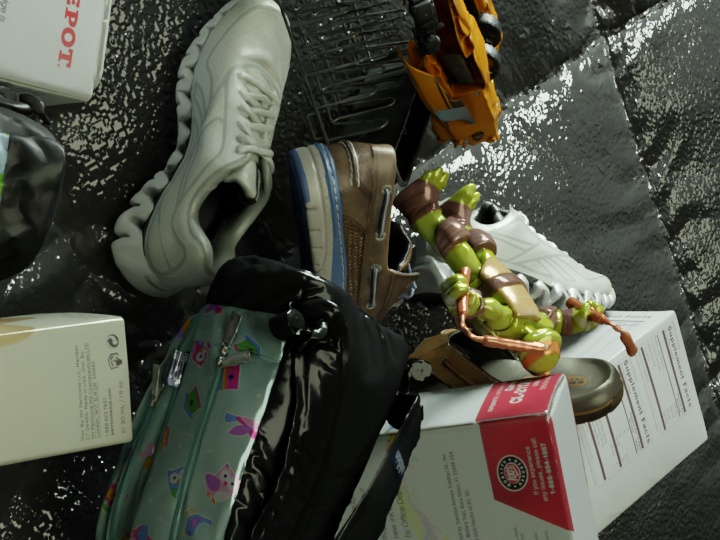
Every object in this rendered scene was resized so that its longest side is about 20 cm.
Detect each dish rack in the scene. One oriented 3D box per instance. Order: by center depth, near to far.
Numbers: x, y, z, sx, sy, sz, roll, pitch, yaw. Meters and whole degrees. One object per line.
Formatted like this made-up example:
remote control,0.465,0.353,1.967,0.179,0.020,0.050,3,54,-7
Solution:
dish rack,-0.009,-0.168,0.992,0.154,0.054,0.202,-72,149,-54

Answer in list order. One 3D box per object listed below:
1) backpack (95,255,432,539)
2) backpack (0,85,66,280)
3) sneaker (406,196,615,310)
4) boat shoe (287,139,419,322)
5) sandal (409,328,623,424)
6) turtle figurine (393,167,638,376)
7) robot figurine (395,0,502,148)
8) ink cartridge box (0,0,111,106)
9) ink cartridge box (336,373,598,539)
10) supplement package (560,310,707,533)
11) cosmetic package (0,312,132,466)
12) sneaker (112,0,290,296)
backpack,-0.060,0.108,0.887,0.167,0.126,0.202,35,73,-52
backpack,-0.268,-0.044,0.752,0.199,0.163,0.155,19,93,-34
sneaker,0.118,-0.006,1.151,0.199,0.075,0.082,10,76,-42
boat shoe,0.000,0.000,0.986,0.072,0.073,0.201,-12,142,-6
sandal,0.078,0.070,1.052,0.082,0.197,0.055,-75,162,-58
turtle figurine,0.093,0.013,1.025,0.199,0.065,0.162,6,43,-48
robot figurine,0.044,-0.177,0.982,0.201,0.058,0.146,58,28,-47
ink cartridge box,-0.233,-0.177,0.819,0.199,0.084,0.148,12,83,-41
ink cartridge box,0.043,0.157,0.996,0.083,0.198,0.147,-47,127,-68
supplement package,0.149,0.119,1.149,0.199,0.113,0.111,-30,109,-37
cosmetic package,-0.230,0.068,0.818,0.199,0.105,0.072,-6,94,-43
sneaker,-0.079,-0.077,0.955,0.075,0.081,0.202,30,71,-36
